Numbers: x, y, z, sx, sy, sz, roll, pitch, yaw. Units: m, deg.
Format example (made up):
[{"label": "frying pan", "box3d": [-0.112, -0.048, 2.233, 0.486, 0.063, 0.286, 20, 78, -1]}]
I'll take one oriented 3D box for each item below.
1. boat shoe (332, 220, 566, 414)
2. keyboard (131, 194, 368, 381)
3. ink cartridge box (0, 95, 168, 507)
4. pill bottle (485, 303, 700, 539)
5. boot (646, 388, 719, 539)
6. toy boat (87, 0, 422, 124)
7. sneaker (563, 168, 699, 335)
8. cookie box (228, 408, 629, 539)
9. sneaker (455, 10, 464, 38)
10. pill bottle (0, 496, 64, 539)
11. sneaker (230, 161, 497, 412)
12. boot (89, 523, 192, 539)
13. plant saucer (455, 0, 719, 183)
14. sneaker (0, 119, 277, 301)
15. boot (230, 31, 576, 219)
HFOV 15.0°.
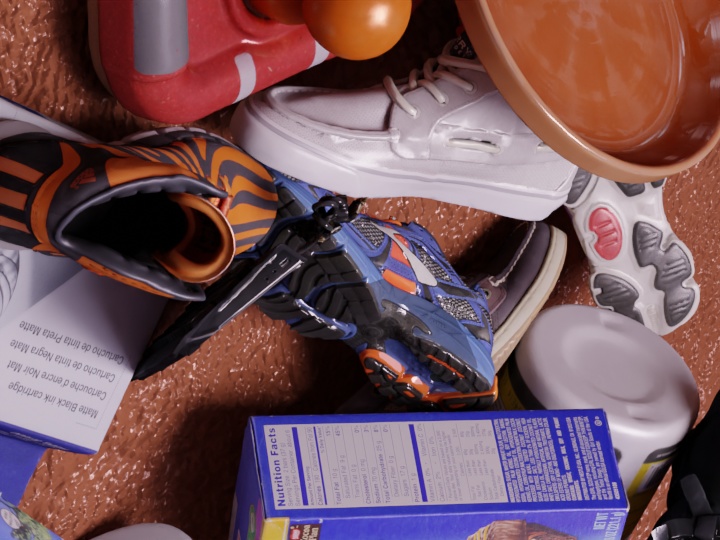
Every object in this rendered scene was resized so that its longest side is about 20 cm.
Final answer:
[{"label": "boat shoe", "box3d": [0.051, 0.034, 1.563, 0.200, 0.065, 0.072, -54, -173, -31]}, {"label": "keyboard", "box3d": [-0.058, 0.006, 1.340, 0.127, 0.200, 0.021, -39, 93, -13]}, {"label": "ink cartridge box", "box3d": [-0.178, 0.023, 1.303, 0.199, 0.040, 0.201, 23, 94, -53]}, {"label": "pill bottle", "box3d": [0.111, 0.129, 1.622, 0.114, 0.114, 0.201, -15, 141, -45]}, {"label": "boot", "box3d": [0.191, 0.168, 1.578, 0.198, 0.073, 0.163, 91, 25, -66]}, {"label": "toy boat", "box3d": [-0.028, -0.140, 1.308, 0.200, 0.130, 0.131, -28, 131, -37]}, {"label": "sneaker", "box3d": [0.143, -0.056, 1.625, 0.080, 0.084, 0.201, -15, 114, -4]}, {"label": "cookie box", "box3d": [0.030, 0.159, 1.496, 0.199, 0.075, 0.172, -1, 136, -11]}, {"label": "sneaker", "box3d": [0.068, -0.151, 1.475, 0.108, 0.067, 0.202, 13, 101, -48]}, {"label": "pill bottle", "box3d": [-0.150, 0.192, 1.316, 0.200, 0.112, 0.112, 38, 81, -24]}, {"label": "sneaker", "box3d": [0.000, 0.000, 1.467, 0.200, 0.075, 0.079, 43, 41, -33]}, {"label": "boot", "box3d": [-0.158, 0.223, 1.436, 0.200, 0.073, 0.096, -39, 145, -19]}, {"label": "plant saucer", "box3d": [0.115, -0.139, 1.391, 0.200, 0.032, 0.201, 20, 59, -38]}, {"label": "sneaker", "box3d": [-0.086, -0.019, 1.261, 0.199, 0.112, 0.078, -2, 108, -50]}, {"label": "boot", "box3d": [0.035, -0.090, 1.409, 0.199, 0.074, 0.096, 7, 121, -32]}]
